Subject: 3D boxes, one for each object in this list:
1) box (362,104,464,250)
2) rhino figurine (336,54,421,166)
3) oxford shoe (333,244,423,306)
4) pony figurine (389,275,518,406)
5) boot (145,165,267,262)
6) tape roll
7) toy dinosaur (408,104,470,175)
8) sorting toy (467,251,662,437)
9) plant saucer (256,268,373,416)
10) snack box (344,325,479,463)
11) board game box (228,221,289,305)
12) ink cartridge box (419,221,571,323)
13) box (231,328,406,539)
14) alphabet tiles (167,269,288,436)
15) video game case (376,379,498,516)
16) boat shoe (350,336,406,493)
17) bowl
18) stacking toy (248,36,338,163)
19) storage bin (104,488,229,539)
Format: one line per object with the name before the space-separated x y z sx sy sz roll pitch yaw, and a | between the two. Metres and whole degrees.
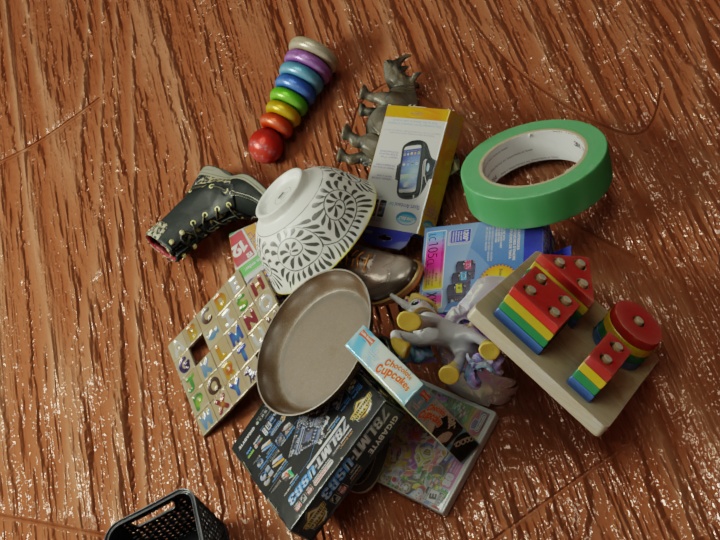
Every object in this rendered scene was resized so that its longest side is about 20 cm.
box | 0.066 -0.127 1.743 0.118 0.041 0.203 12 86 42
rhino figurine | 0.038 -0.237 1.847 0.086 0.060 0.202 19 67 11
oxford shoe | 0.000 0.000 1.676 0.198 0.073 0.072 -2 57 46
pony figurine | 0.121 0.080 1.505 0.190 0.200 0.169 19 101 0
boot | -0.216 -0.071 1.830 0.154 0.074 0.202 -48 38 -18
tape roll | 0.233 -0.130 1.656 0.197 0.049 0.201 -14 31 8
toy dinosaur | 0.106 -0.144 1.777 0.100 0.058 0.203 -15 66 35
sorting toy | 0.253 0.062 1.450 0.200 0.198 0.070 42 125 10
plant saucer | -0.053 0.095 1.582 0.199 0.032 0.203 -29 44 32
snack box | 0.064 0.150 1.490 0.037 0.200 0.116 -45 54 -3
board game box | -0.130 0.013 1.793 0.094 0.030 0.202 -22 57 11
ink cartridge box | 0.181 0.009 1.627 0.197 0.077 0.138 -5 59 19
box | -0.058 0.203 1.571 0.201 0.049 0.198 -55 38 3
alphabet tiles | -0.181 0.102 1.727 0.200 0.007 0.168 -46 50 20
video game case | 0.060 0.209 1.593 0.198 0.018 0.144 21 71 33
boat shoe | 0.009 0.179 1.587 0.066 0.057 0.203 3 62 25
bowl | -0.081 -0.075 1.701 0.200 0.094 0.202 -37 27 22
stacking toy | -0.110 -0.254 1.919 0.084 0.085 0.202 17 74 31
storage bin | -0.229 0.393 1.547 0.134 0.094 0.201 -28 45 6
